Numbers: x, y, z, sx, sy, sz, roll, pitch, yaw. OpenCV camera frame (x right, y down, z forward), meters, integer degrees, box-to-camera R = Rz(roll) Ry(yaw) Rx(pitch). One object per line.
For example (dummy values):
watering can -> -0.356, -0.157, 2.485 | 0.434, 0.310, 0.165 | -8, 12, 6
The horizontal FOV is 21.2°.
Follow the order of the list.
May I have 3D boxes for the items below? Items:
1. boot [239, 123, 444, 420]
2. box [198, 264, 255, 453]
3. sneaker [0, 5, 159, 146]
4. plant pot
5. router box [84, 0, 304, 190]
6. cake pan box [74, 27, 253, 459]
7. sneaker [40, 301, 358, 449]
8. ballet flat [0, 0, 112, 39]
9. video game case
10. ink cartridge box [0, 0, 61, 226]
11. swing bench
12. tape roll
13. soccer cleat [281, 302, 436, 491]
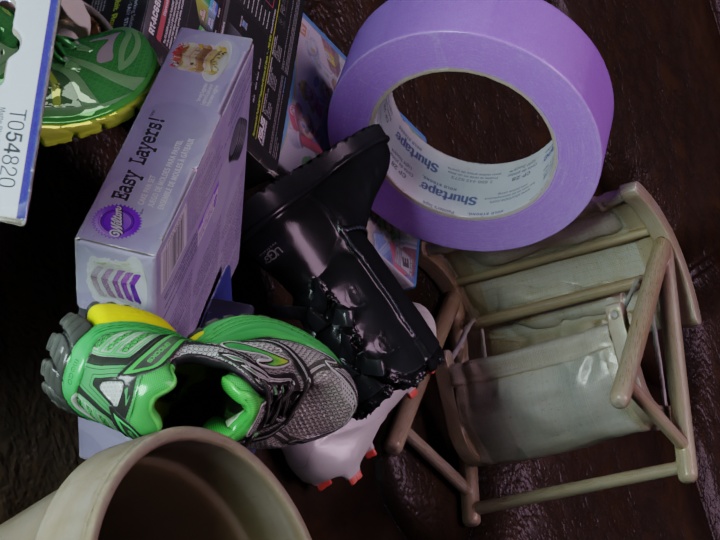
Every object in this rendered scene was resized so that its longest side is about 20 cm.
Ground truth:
boot -> 0.001, -0.001, 1.297 | 0.163, 0.073, 0.198 | 54, 33, -2
box -> -0.092, 0.105, 1.136 | 0.121, 0.032, 0.200 | 90, 13, -48
sneaker -> -0.187, -0.111, 1.048 | 0.200, 0.074, 0.084 | -20, 116, -45
plant pot -> -0.134, 0.190, 0.943 | 0.200, 0.173, 0.201 | 32, 50, -49
router box -> -0.109, -0.170, 1.272 | 0.150, 0.062, 0.200 | 45, 40, -42
cake pan box -> -0.112, -0.009, 1.108 | 0.185, 0.052, 0.200 | 95, 10, -46
sneaker -> -0.070, 0.071, 1.011 | 0.200, 0.085, 0.078 | 6, 108, -49
ballet flat -> -0.214, -0.172, 1.091 | 0.200, 0.064, 0.068 | 36, 47, -47
video game case -> -0.012, -0.093, 1.444 | 0.200, 0.018, 0.143 | 42, 44, -43
ink cartridge box -> -0.245, -0.109, 0.910 | 0.041, 0.199, 0.200 | 112, -16, -59
swing bench -> 0.142, 0.063, 1.448 | 0.130, 0.198, 0.200 | 46, 41, -40
tape roll -> 0.080, -0.109, 1.387 | 0.200, 0.200, 0.066 | 55, 34, -31
soccer cleat -> -0.001, 0.069, 1.339 | 0.078, 0.069, 0.200 | 59, 36, -20
